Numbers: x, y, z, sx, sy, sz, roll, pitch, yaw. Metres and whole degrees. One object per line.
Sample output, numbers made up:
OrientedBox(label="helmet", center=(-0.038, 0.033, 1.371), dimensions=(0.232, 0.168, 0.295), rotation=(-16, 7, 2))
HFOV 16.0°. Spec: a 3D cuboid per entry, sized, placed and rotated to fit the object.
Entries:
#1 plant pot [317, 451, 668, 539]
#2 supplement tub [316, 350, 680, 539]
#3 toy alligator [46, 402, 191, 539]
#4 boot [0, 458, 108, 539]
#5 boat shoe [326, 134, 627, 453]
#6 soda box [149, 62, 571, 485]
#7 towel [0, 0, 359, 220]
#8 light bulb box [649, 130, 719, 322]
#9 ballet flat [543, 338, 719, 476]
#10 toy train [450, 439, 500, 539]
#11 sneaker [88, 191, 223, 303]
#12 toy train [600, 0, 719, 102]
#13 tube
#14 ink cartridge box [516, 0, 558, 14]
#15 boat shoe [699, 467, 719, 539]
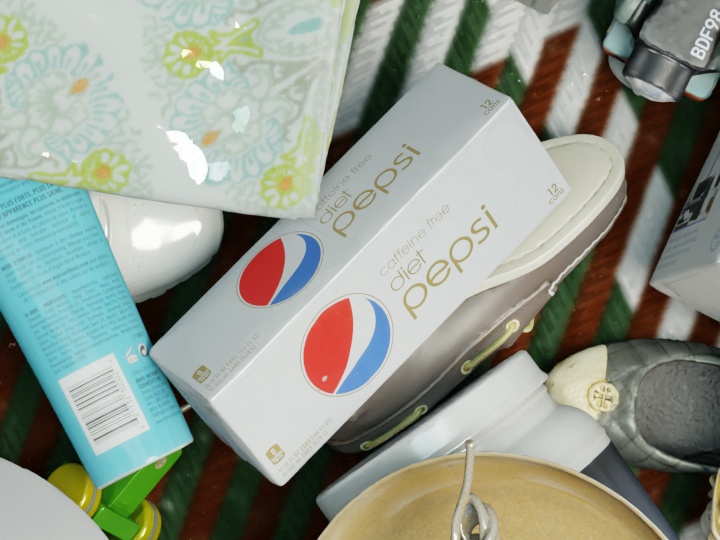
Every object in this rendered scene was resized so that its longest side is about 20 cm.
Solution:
OrientedBox(label="plant pot", center=(0.065, 0.174, 1.125), dimensions=(0.199, 0.027, 0.201), rotation=(3, 101, 18))
OrientedBox(label="supplement tub", center=(0.085, 0.154, 1.203), dimensions=(0.140, 0.140, 0.200), rotation=(-35, 88, -1))
OrientedBox(label="toy alligator", center=(-0.129, 0.106, 1.254), dimensions=(0.054, 0.059, 0.200), rotation=(33, 88, 42))
OrientedBox(label="boot", center=(-0.214, 0.131, 1.207), dimensions=(0.199, 0.074, 0.096), rotation=(26, 126, 3))
OrientedBox(label="boat shoe", center=(0.052, 0.012, 1.249), dimensions=(0.200, 0.060, 0.072), rotation=(-39, 43, -4))
OrientedBox(label="soda box", center=(0.000, 0.000, 1.195), dimensions=(0.200, 0.064, 0.068), rotation=(-46, 128, -11))
OrientedBox(label="towel", center=(-0.100, -0.115, 1.143), dimensions=(0.199, 0.048, 0.172), rotation=(9, 111, -7))
OrientedBox(label="light bulb box", center=(0.273, -0.043, 1.196), dimensions=(0.198, 0.125, 0.201), rotation=(26, 82, -6))
OrientedBox(label="ballet flat", center=(0.187, 0.072, 1.246), dimensions=(0.199, 0.057, 0.067), rotation=(11, 88, 1))
OrientedBox(label="toy train", center=(0.083, 0.178, 1.066), dimensions=(0.115, 0.085, 0.201), rotation=(11, 104, 6))
OrientedBox(label="sneaker", center=(-0.166, -0.017, 1.244), dimensions=(0.199, 0.081, 0.077), rotation=(-3, 86, -1))
OrientedBox(label="toy train", center=(0.179, -0.170, 1.228), dimensions=(0.085, 0.114, 0.201), rotation=(26, 89, 0))
OrientedBox(label="tube", center=(-0.143, 0.001, 1.195), dimensions=(0.077, 0.050, 0.201), rotation=(-25, 89, -25))
OrientedBox(label="ink cartridge box", center=(0.036, -0.235, 1.246), dimensions=(0.199, 0.088, 0.146), rotation=(25, 88, 0))
OrientedBox(label="boat shoe", center=(0.194, 0.120, 1.201), dimensions=(0.069, 0.074, 0.201), rotation=(-5, 126, 12))
